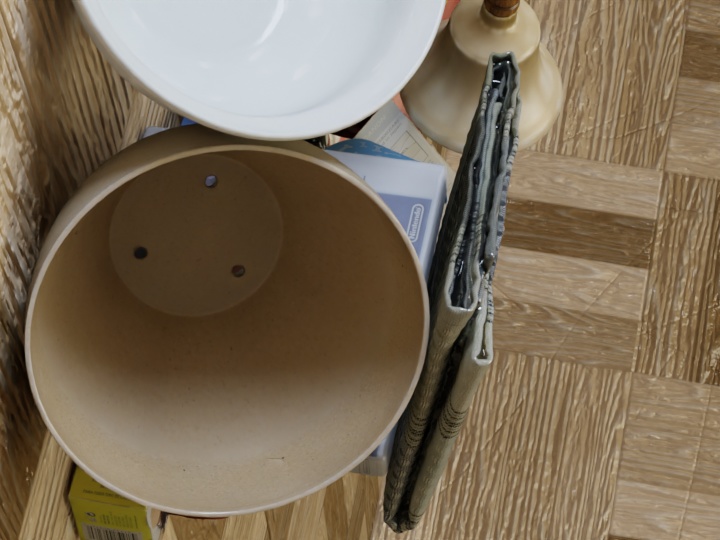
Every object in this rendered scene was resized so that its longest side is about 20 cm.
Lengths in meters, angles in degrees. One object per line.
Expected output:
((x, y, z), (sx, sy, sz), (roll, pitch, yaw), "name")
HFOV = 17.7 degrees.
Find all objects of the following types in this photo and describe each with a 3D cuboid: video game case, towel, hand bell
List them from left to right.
((-0.056, 0.012, 1.291), (0.023, 0.181, 0.201), (86, 15, -56), "video game case")
((0.055, 0.013, 1.248), (0.200, 0.034, 0.193), (103, 0, -50), "towel")
((0.085, -0.162, 1.356), (0.200, 0.104, 0.105), (102, 0, -61), "hand bell")

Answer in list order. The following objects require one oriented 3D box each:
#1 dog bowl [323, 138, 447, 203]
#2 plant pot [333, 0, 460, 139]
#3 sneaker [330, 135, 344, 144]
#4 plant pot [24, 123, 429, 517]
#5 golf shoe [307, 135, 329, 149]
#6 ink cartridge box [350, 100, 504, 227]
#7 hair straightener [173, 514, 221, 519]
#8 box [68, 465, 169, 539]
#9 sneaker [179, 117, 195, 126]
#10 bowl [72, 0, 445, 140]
((0.000, 0.000, 1.435), (0.111, 0.050, 0.200), (-35, 143, -21), "dog bowl")
((-0.002, -0.196, 1.522), (0.201, 0.200, 0.196), (59, 49, -80), "plant pot")
((-0.061, -0.036, 1.785), (0.087, 0.073, 0.201), (-42, 139, -58), "sneaker")
((-0.075, 0.006, 1.187), (0.135, 0.199, 0.201), (-114, -152, -64), "plant pot")
((-0.051, -0.105, 1.656), (0.094, 0.077, 0.201), (-20, 120, -83), "golf shoe")
((-0.005, -0.018, 1.497), (0.163, 0.057, 0.200), (-49, 141, -2), "ink cartridge box")
((-0.105, 0.121, 1.469), (0.200, 0.041, 0.077), (143, -38, -76), "hair straightener")
((-0.122, 0.062, 1.372), (0.075, 0.050, 0.201), (89, 11, -62), "box")
((-0.081, -0.028, 1.487), (0.200, 0.077, 0.070), (90, 11, -56), "sneaker")
((-0.064, -0.152, 1.124), (0.090, 0.200, 0.202), (-22, -126, 63), "bowl")
